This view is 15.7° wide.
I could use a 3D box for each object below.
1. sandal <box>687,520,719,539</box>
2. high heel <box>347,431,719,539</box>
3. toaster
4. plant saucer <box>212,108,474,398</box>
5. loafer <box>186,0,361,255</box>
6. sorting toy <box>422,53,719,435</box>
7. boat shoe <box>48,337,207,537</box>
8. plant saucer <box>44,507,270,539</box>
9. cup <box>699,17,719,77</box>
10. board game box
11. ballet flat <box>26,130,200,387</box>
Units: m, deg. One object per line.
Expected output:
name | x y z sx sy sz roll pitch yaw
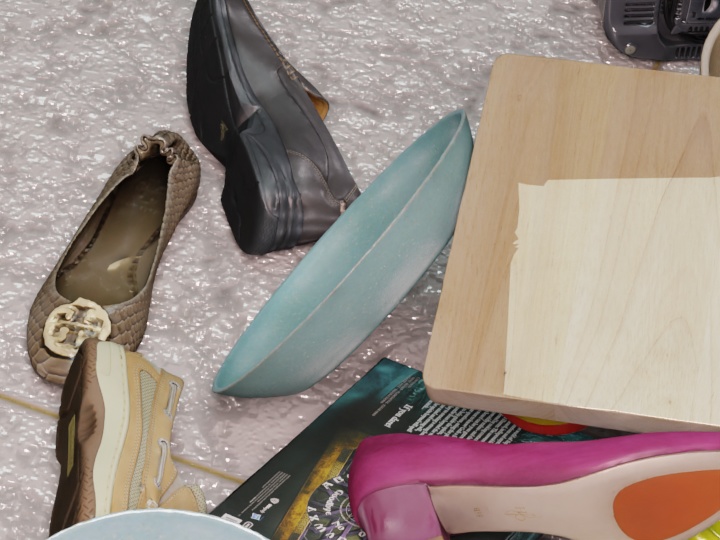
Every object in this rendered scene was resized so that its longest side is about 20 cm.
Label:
sandal | 0.151 0.153 1.299 0.200 0.087 0.080 -31 69 -31
high heel | 0.091 0.090 1.254 0.199 0.068 0.096 -12 41 1
toaster | 0.237 -0.212 1.678 0.199 0.114 0.129 -3 42 -9
plant saucer | 0.000 0.000 1.387 0.036 0.200 0.200 42 46 -8
loafer | -0.054 -0.091 1.546 0.072 0.073 0.201 -2 53 -22
sorting toy | 0.149 0.001 1.327 0.198 0.070 0.201 8 61 12
boat shoe | -0.113 0.117 1.320 0.076 0.072 0.201 16 45 -16
plant saucer | -0.094 0.212 1.209 0.200 0.039 0.202 3 70 -8
cup | 0.280 -0.049 1.492 0.199 0.144 0.201 4 44 -4
board game box | 0.020 0.119 1.325 0.135 0.028 0.200 21 34 23
ballet flat | -0.135 -0.012 1.462 0.067 0.046 0.200 16 44 9
